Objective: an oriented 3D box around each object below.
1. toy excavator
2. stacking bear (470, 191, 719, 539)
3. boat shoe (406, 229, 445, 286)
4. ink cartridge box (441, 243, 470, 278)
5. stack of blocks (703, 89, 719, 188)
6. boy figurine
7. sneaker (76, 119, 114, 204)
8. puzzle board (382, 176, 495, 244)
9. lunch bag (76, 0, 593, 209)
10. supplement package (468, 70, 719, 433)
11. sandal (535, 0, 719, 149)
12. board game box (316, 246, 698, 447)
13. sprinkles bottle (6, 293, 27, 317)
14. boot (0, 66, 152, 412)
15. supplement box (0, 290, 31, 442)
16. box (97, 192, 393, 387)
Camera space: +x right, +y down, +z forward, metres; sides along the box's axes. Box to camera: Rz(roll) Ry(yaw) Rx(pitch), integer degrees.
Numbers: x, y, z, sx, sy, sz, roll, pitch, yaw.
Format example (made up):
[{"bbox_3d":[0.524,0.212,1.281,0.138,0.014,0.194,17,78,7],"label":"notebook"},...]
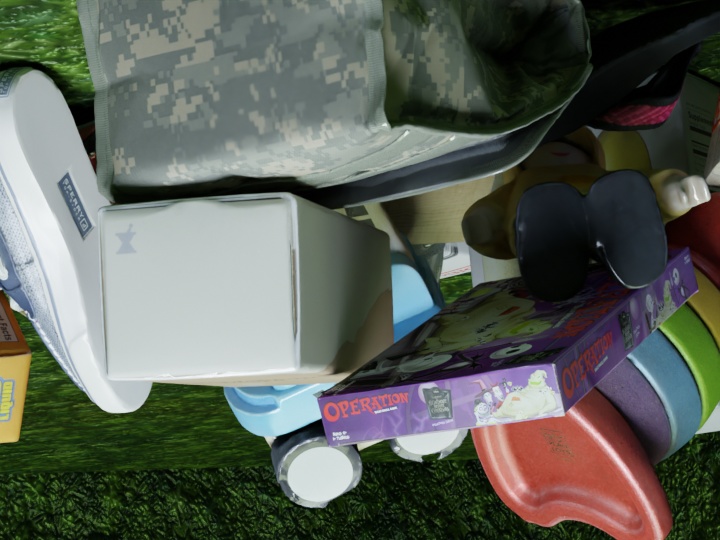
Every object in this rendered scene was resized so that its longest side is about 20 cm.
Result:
[{"bbox_3d":[0.000,0.000,1.209,0.194,0.201,0.100,-25,-147,5],"label":"toy excavator"},{"bbox_3d":[0.159,0.036,1.224,0.121,0.114,0.200,7,-137,49],"label":"stacking bear"},{"bbox_3d":[-0.051,-0.007,1.294,0.201,0.065,0.075,4,-152,-8],"label":"boat shoe"},{"bbox_3d":[0.018,-0.031,1.532,0.116,0.068,0.199,-13,168,38],"label":"ink cartridge box"},{"bbox_3d":[0.297,-0.085,1.236,0.199,0.116,0.059,13,170,1],"label":"stack of blocks"},{"bbox_3d":[0.111,-0.034,1.140,0.124,0.065,0.200,-9,-167,3],"label":"boy figurine"},{"bbox_3d":[-0.137,-0.064,1.310,0.199,0.074,0.087,-8,-171,14],"label":"sneaker"},{"bbox_3d":[-0.018,-0.071,1.213,0.199,0.017,0.151,-3,135,-16],"label":"puzzle board"},{"bbox_3d":[-0.004,-0.090,1.041,0.163,0.118,0.200,-10,176,34],"label":"lunch bag"},{"bbox_3d":[0.164,-0.001,1.395,0.151,0.201,0.150,-11,169,28],"label":"supplement package"},{"bbox_3d":[0.121,-0.085,1.139,0.200,0.045,0.075,-33,-164,-27],"label":"sandal"},{"bbox_3d":[0.074,0.034,1.077,0.119,0.032,0.200,-6,-168,26],"label":"board game box"},{"bbox_3d":[-0.158,-0.008,1.447,0.068,0.069,0.200,-9,-178,16],"label":"sprinkles bottle"},{"bbox_3d":[-0.181,-0.013,1.228,0.090,0.201,0.073,-6,-157,28],"label":"boot"},{"bbox_3d":[-0.257,0.028,1.394,0.068,0.067,0.200,1,-150,-22],"label":"supplement box"},{"bbox_3d":[-0.048,0.013,1.068,0.094,0.078,0.200,-3,176,14],"label":"box"}]
